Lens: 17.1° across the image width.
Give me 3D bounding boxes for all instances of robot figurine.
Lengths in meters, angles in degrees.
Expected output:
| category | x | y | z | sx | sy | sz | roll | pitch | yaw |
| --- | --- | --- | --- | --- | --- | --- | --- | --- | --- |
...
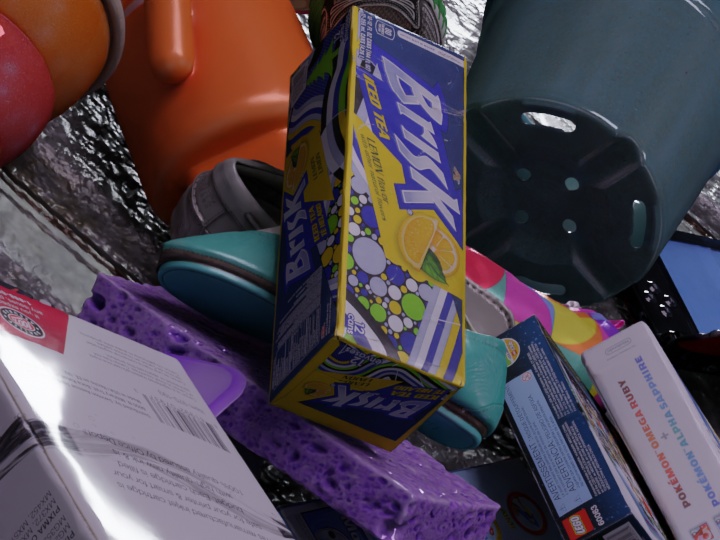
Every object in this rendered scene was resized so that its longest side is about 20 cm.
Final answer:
| category | x | y | z | sx | sy | sz | roll | pitch | yaw |
| --- | --- | --- | --- | --- | --- | --- | --- | --- | --- |
| robot figurine | -0.078 | -0.100 | 1.303 | 0.143 | 0.117 | 0.201 | 10 | 44 | -40 |

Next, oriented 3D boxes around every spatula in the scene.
| category | x | y | z | sx | sy | sz | roll | pitch | yaw |
| --- | --- | --- | --- | --- | --- | --- | --- | --- | --- |
| spatula | -0.142 | 0.027 | 1.097 | 0.199 | 0.021 | 0.056 | 25 | 40 | 22 |

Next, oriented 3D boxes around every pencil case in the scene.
| category | x | y | z | sx | sy | sz | roll | pitch | yaw |
| --- | --- | --- | --- | --- | --- | --- | --- | --- | --- |
| pencil case | 0.055 | 0.027 | 1.337 | 0.199 | 0.088 | 0.089 | 27 | 35 | -26 |

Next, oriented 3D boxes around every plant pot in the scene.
| category | x | y | z | sx | sy | sz | roll | pitch | yaw |
| --- | --- | --- | --- | --- | --- | --- | --- | --- | --- |
| plant pot | 0.141 | -0.090 | 1.486 | 0.200 | 0.200 | 0.196 | 40 | 40 | -6 |

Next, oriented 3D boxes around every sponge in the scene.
| category | x | y | z | sx | sy | sz | roll | pitch | yaw |
| --- | --- | --- | --- | --- | --- | --- | --- | --- | --- |
| sponge | -0.033 | 0.068 | 1.134 | 0.200 | 0.030 | 0.111 | 33 | 7 | 26 |

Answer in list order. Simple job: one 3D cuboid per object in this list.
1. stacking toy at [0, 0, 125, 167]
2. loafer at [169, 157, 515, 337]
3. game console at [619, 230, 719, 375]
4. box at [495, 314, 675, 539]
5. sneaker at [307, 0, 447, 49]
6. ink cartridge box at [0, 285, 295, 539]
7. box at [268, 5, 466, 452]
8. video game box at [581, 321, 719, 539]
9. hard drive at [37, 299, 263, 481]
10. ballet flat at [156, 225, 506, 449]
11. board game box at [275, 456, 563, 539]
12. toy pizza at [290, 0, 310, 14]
| category | x | y | z | sx | sy | sz | roll | pitch | yaw |
| --- | --- | --- | --- | --- | --- | --- | --- | --- | --- |
| stacking toy | -0.207 | -0.076 | 1.149 | 0.146 | 0.146 | 0.201 | 33 | 49 | -17 |
| loafer | 0.000 | 0.000 | 1.218 | 0.199 | 0.070 | 0.070 | 21 | 46 | -25 |
| game console | 0.279 | 0.014 | 1.568 | 0.199 | 0.119 | 0.173 | 11 | 44 | -42 |
| box | 0.135 | 0.130 | 1.253 | 0.200 | 0.038 | 0.137 | 52 | 10 | -47 |
| sneaker | 0.014 | -0.086 | 1.338 | 0.078 | 0.201 | 0.085 | -5 | 46 | 2 |
| ink cartridge box | -0.102 | 0.103 | 0.932 | 0.145 | 0.083 | 0.200 | 27 | 18 | -44 |
| box | 0.005 | -0.022 | 1.110 | 0.070 | 0.064 | 0.201 | 23 | 48 | -24 |
| video game box | 0.199 | 0.143 | 1.310 | 0.183 | 0.047 | 0.200 | 67 | 9 | 29 |
| hard drive | -0.126 | 0.113 | 1.077 | 0.140 | 0.038 | 0.200 | 37 | 31 | -10 |
| ballet flat | -0.009 | 0.016 | 1.163 | 0.200 | 0.067 | 0.071 | 30 | 65 | -23 |
| board game box | 0.057 | 0.197 | 1.164 | 0.195 | 0.056 | 0.200 | -5 | 55 | -51 |
| toy pizza | -0.084 | -0.191 | 1.374 | 0.200 | 0.200 | 0.032 | 27 | 74 | -25 |
